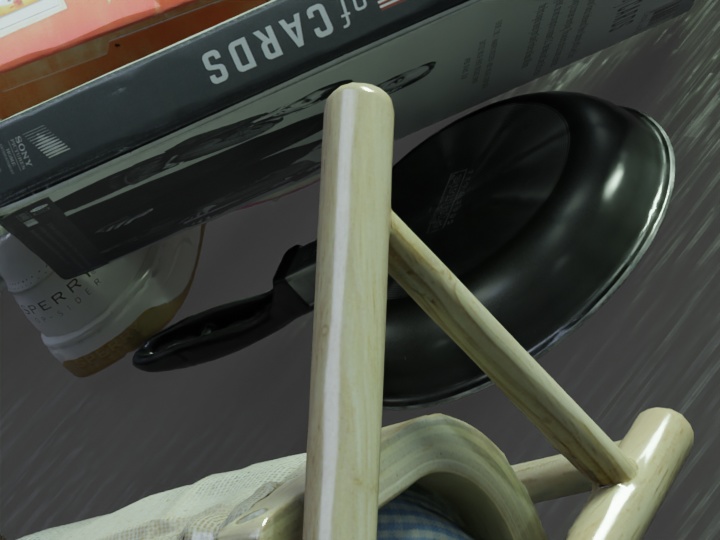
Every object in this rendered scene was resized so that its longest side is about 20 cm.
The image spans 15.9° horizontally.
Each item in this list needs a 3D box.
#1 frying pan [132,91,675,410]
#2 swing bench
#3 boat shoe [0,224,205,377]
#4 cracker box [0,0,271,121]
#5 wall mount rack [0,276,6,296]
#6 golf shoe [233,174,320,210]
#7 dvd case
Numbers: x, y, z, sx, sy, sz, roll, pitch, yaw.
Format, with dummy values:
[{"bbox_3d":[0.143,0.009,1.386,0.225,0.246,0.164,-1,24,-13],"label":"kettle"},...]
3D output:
[{"bbox_3d":[0.011,-0.013,0.737,0.190,0.031,0.115,8,53,53],"label":"frying pan"},{"bbox_3d":[-0.057,0.096,0.558,0.198,0.130,0.201,-17,41,38],"label":"swing bench"},{"bbox_3d":[-0.087,-0.051,0.870,0.071,0.069,0.200,-33,27,20],"label":"boat shoe"},{"bbox_3d":[-0.110,-0.126,0.769,0.133,0.058,0.201,-20,61,0],"label":"cracker box"},{"bbox_3d":[-0.196,-0.014,0.957,0.174,0.074,0.200,-48,25,7],"label":"wall mount rack"},{"bbox_3d":[-0.002,-0.097,0.786,0.200,0.092,0.075,-39,56,3],"label":"golf shoe"},{"bbox_3d":[0.001,-0.053,0.671,0.199,0.025,0.150,-25,-6,-3],"label":"dvd case"}]
